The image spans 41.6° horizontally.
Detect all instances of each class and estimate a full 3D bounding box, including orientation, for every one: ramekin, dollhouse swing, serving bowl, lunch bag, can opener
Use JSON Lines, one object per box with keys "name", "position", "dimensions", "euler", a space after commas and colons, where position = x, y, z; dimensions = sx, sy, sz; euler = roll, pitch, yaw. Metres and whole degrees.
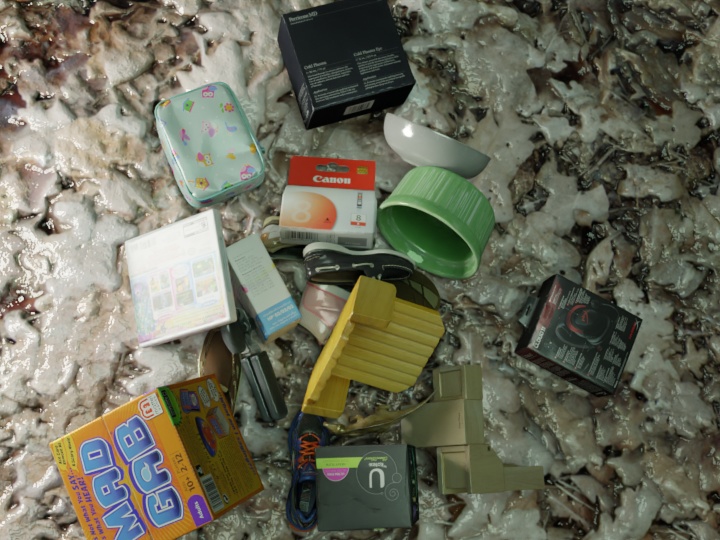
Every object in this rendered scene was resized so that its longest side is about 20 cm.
{"name": "ramekin", "position": [0.133, -0.085, 1.622], "dimensions": [0.199, 0.200, 0.098], "euler": [33, 67, -1]}
{"name": "dollhouse swing", "position": [0.030, 0.145, 1.526], "dimensions": [0.174, 0.182, 0.202], "euler": [26, 115, -6]}
{"name": "serving bowl", "position": [0.124, -0.206, 1.653], "dimensions": [0.198, 0.200, 0.067], "euler": [24, 97, -4]}
{"name": "lunch bag", "position": [-0.254, -0.214, 1.637], "dimensions": [0.159, 0.077, 0.202], "euler": [-23, 83, -15]}
{"name": "can opener", "position": [-0.181, 0.157, 1.564], "dimensions": [0.066, 0.052, 0.203], "euler": [-28, 98, -42]}

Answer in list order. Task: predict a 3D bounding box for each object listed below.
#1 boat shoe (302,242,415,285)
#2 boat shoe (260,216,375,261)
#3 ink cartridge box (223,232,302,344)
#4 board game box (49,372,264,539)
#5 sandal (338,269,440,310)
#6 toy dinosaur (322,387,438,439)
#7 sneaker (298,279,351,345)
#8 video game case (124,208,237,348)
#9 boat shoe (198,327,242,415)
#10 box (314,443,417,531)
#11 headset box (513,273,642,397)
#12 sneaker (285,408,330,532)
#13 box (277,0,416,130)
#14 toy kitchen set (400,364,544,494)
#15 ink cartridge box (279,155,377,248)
{"name": "boat shoe", "position": [0.000, 0.000, 1.579], "dimensions": [0.197, 0.074, 0.061], "euler": [9, 56, -22]}
{"name": "boat shoe", "position": [-0.074, -0.039, 1.628], "dimensions": [0.196, 0.075, 0.069], "euler": [6, 56, 2]}
{"name": "ink cartridge box", "position": [-0.177, 0.014, 1.582], "dimensions": [0.067, 0.115, 0.202], "euler": [-27, 84, -15]}
{"name": "board game box", "position": [-0.299, 0.296, 1.422], "dimensions": [0.198, 0.200, 0.202], "euler": [-27, 83, 14]}
{"name": "sandal", "position": [0.045, 0.031, 1.651], "dimensions": [0.197, 0.054, 0.081], "euler": [15, 52, 9]}
{"name": "toy dinosaur", "position": [0.036, 0.250, 1.575], "dimensions": [0.197, 0.101, 0.059], "euler": [-16, 85, -9]}
{"name": "sneaker", "position": [-0.018, 0.093, 1.619], "dimensions": [0.198, 0.075, 0.106], "euler": [25, 86, -9]}
{"name": "video game case", "position": [-0.296, 0.015, 1.547], "dimensions": [0.198, 0.024, 0.185], "euler": [-17, 79, 28]}
{"name": "boat shoe", "position": [-0.230, 0.190, 1.556], "dimensions": [0.073, 0.075, 0.206], "euler": [1, 78, -10]}
{"name": "box", "position": [0.014, 0.338, 1.487], "dimensions": [0.146, 0.200, 0.127], "euler": [-4, 79, 7]}
{"name": "headset box", "position": [0.377, 0.111, 1.681], "dimensions": [0.198, 0.075, 0.150], "euler": [27, 75, -4]}
{"name": "sneaker", "position": [-0.081, 0.324, 1.552], "dimensions": [0.074, 0.078, 0.204], "euler": [2, 78, -10]}
{"name": "box", "position": [-0.027, -0.376, 1.698], "dimensions": [0.197, 0.104, 0.185], "euler": [-16, 82, -13]}
{"name": "toy kitchen set", "position": [0.186, 0.273, 1.610], "dimensions": [0.178, 0.162, 0.204], "euler": [7, 76, -37]}
{"name": "ink cartridge box", "position": [-0.051, -0.131, 1.623], "dimensions": [0.159, 0.050, 0.202], "euler": [4, 55, -1]}
